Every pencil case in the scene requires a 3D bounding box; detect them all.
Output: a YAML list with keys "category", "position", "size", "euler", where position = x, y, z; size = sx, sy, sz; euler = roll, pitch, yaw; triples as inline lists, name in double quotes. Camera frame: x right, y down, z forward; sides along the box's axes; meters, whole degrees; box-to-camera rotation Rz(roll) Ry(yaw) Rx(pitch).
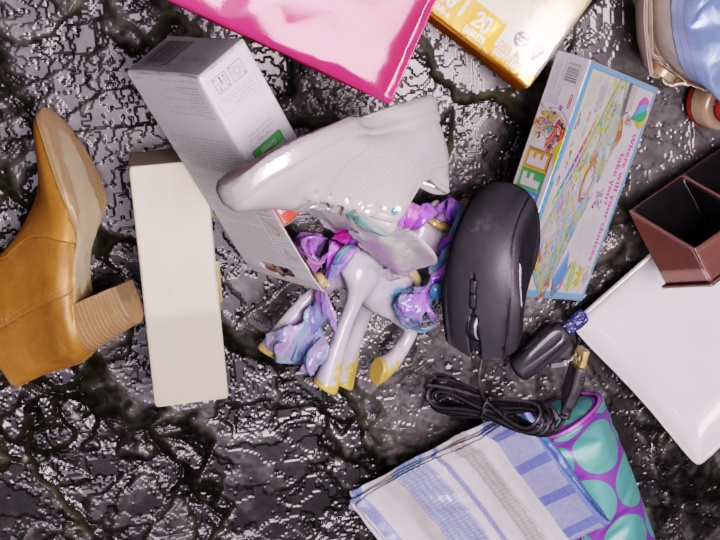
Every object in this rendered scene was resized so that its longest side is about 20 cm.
- category: "pencil case"
  position: [0.214, 0.215, 1.157]
  size: [0.092, 0.085, 0.202]
  euler: [-33, 109, -35]

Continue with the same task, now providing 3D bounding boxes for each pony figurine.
- category: "pony figurine"
  position: [0.000, 0.000, 1.048]
  size: [0.192, 0.166, 0.201]
  euler: [27, 95, -48]

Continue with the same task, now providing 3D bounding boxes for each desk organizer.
- category: "desk organizer"
  position: [0.338, -0.069, 1.089]
  size: [0.199, 0.072, 0.078]
  euler: [-33, 99, -19]

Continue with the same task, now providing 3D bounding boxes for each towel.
- category: "towel"
  position: [0.104, 0.217, 1.125]
  size: [0.199, 0.024, 0.147]
  euler: [-32, 104, 25]

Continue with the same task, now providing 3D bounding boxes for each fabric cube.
- category: "fabric cube"
  position: [-0.045, -0.264, 0.935]
  size: [0.197, 0.200, 0.198]
  euler: [21, 98, -17]

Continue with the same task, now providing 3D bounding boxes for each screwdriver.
- category: "screwdriver"
  position: [0.213, 0.027, 1.114]
  size: [0.200, 0.029, 0.028]
  euler: [-43, 76, 11]

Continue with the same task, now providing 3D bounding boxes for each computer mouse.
- category: "computer mouse"
  position: [0.120, 0.036, 0.996]
  size: [0.139, 0.046, 0.202]
  euler: [18, 100, 31]

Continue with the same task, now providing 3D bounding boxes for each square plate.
- category: "square plate"
  position: [0.326, 0.048, 1.167]
  size: [0.198, 0.028, 0.200]
  euler: [-44, 107, 3]

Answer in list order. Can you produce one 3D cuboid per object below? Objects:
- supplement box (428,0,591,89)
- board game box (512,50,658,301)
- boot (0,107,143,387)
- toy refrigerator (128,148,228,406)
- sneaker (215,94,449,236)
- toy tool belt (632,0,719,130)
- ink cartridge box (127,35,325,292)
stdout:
- category: "supplement box"
  position: [0.144, -0.266, 1.022]
  size: [0.125, 0.074, 0.201]
  euler: [35, 95, -4]
- category: "board game box"
  position: [0.180, -0.075, 1.067]
  size: [0.134, 0.034, 0.202]
  euler: [5, 106, -53]
- category: "boot"
  position: [-0.273, -0.016, 1.023]
  size: [0.143, 0.071, 0.203]
  euler: [-22, 87, 17]
- category: "toy refrigerator"
  position: [-0.149, 0.003, 1.044]
  size: [0.069, 0.076, 0.203]
  euler: [-6, 104, -9]
- category: "sneaker"
  position: [-0.007, -0.062, 0.886]
  size: [0.199, 0.075, 0.089]
  euler: [-22, 97, -35]
- category: "toy tool belt"
  position: [0.302, -0.192, 1.033]
  size: [0.124, 0.123, 0.201]
  euler: [-36, 121, -12]
- category: "ink cartridge box"
  position: [-0.086, -0.081, 0.949]
  size: [0.050, 0.108, 0.201]
  euler: [-44, 123, -22]
